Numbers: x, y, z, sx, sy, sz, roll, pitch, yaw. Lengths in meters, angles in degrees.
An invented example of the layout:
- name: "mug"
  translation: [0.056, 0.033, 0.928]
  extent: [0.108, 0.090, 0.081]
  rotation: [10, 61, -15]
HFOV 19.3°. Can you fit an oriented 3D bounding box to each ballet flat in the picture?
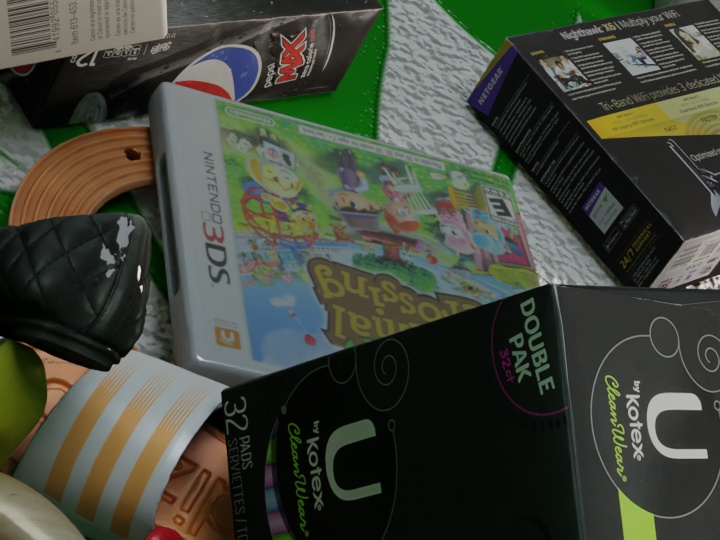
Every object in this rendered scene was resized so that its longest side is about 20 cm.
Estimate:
- name: "ballet flat"
  translation: [-0.141, -0.005, 0.835]
  extent: [0.066, 0.057, 0.199]
  rotation: [32, -11, -40]

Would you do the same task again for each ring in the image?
- name: "ring"
  translation: [-0.069, 0.012, 0.969]
  extent: [0.199, 0.019, 0.201]
  rotation: [20, 39, -17]

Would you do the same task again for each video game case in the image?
- name: "video game case"
  translation: [0.000, 0.000, 0.998]
  extent: [0.198, 0.022, 0.183]
  rotation: [14, 42, -25]

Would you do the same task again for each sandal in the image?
- name: "sandal"
  translation: [-0.065, 0.080, 0.851]
  extent: [0.205, 0.059, 0.080]
  rotation: [30, 57, -5]

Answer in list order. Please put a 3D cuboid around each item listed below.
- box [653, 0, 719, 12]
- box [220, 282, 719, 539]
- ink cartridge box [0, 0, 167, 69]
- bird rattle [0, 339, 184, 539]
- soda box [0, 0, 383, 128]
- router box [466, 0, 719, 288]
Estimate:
- name: "box"
  translation: [0.292, -0.245, 1.350]
  extent: [0.130, 0.201, 0.200]
  rotation: [26, 38, -9]
- name: "box"
  translation: [0.057, 0.097, 0.782]
  extent: [0.123, 0.199, 0.150]
  rotation: [2, 76, -39]
- name: "ink cartridge box"
  translation: [-0.188, -0.156, 0.904]
  extent: [0.198, 0.145, 0.085]
  rotation: [-13, 56, -13]
- name: "bird rattle"
  translation: [-0.137, 0.126, 0.768]
  extent: [0.200, 0.113, 0.163]
  rotation: [50, 51, 0]
- name: "soda box"
  translation: [-0.088, -0.125, 1.063]
  extent: [0.199, 0.064, 0.071]
  rotation: [-11, 56, -41]
- name: "router box"
  translation: [0.180, -0.074, 1.209]
  extent: [0.199, 0.052, 0.158]
  rotation: [-15, 58, -44]
